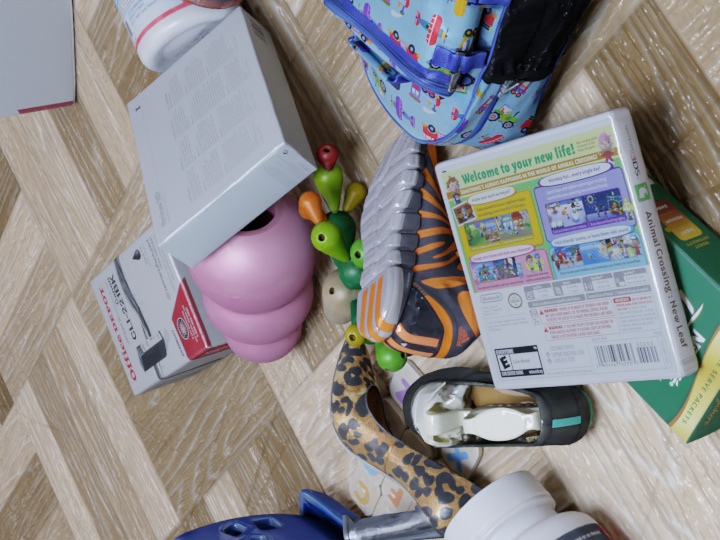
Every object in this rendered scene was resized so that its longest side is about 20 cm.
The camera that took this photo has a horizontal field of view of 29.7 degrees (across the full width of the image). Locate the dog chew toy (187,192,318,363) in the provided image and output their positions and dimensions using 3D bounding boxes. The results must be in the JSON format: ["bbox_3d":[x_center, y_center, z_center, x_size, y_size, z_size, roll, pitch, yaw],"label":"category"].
[{"bbox_3d":[-0.098,0.012,1.296,0.125,0.124,0.200,45,154,34],"label":"dog chew toy"}]

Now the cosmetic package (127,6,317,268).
[{"bbox_3d":[-0.130,-0.122,1.225,0.151,0.052,0.200,-35,46,17],"label":"cosmetic package"}]

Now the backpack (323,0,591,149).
[{"bbox_3d":[0.060,-0.182,0.994,0.183,0.134,0.200,51,141,29],"label":"backpack"}]

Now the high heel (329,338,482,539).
[{"bbox_3d":[0.048,0.142,1.207,0.142,0.071,0.201,-13,70,21],"label":"high heel"}]

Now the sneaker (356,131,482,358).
[{"bbox_3d":[0.062,-0.017,1.108,0.078,0.112,0.201,-36,40,56],"label":"sneaker"}]

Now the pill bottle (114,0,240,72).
[{"bbox_3d":[-0.197,-0.301,1.308,0.109,0.108,0.201,-41,71,52],"label":"pill bottle"}]

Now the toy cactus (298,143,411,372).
[{"bbox_3d":[0.000,0.000,1.202,0.200,0.102,0.165,60,161,14],"label":"toy cactus"}]

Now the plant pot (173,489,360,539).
[{"bbox_3d":[-0.048,0.340,1.296,0.200,0.179,0.201,27,130,44],"label":"plant pot"}]

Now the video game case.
[{"bbox_3d":[0.141,-0.008,0.973,0.200,0.022,0.183,-12,95,57],"label":"video game case"}]

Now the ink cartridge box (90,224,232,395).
[{"bbox_3d":[-0.199,0.035,1.467,0.200,0.084,0.145,-32,78,54],"label":"ink cartridge box"}]

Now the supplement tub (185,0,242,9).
[{"bbox_3d":[-0.104,-0.324,1.177,0.200,0.107,0.107,-45,67,51],"label":"supplement tub"}]

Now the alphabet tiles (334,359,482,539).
[{"bbox_3d":[0.045,0.187,1.261,0.200,0.015,0.196,49,138,29],"label":"alphabet tiles"}]

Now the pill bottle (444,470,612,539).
[{"bbox_3d":[0.159,0.257,1.048,0.200,0.119,0.120,50,138,29],"label":"pill bottle"}]

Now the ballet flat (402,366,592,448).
[{"bbox_3d":[0.092,0.113,1.099,0.200,0.068,0.068,-8,92,45],"label":"ballet flat"}]

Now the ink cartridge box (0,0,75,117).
[{"bbox_3d":[-0.453,-0.280,1.628,0.200,0.145,0.145,30,127,45],"label":"ink cartridge box"}]

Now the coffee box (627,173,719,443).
[{"bbox_3d":[0.199,0.009,0.958,0.200,0.044,0.123,50,138,29],"label":"coffee box"}]
